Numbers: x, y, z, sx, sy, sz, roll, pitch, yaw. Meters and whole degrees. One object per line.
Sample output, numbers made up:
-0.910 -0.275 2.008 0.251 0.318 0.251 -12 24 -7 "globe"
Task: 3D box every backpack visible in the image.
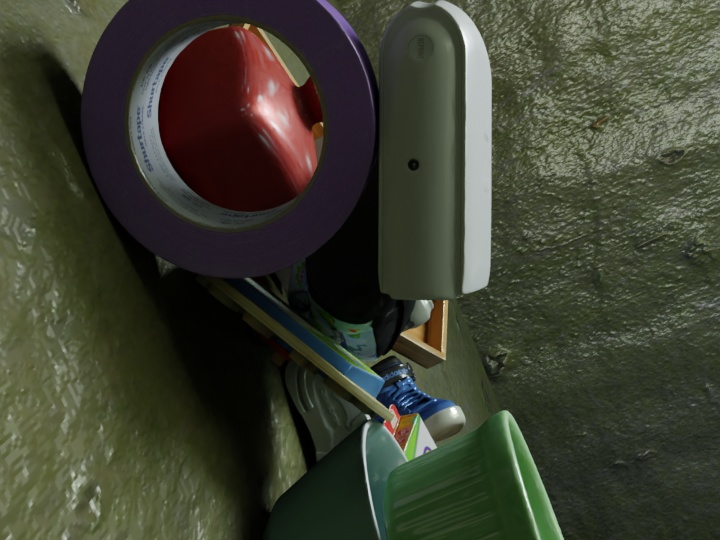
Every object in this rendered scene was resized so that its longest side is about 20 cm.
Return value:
0.000 0.000 0.847 0.200 0.151 0.166 58 44 -62 "backpack"

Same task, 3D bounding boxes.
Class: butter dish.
-0.090 -0.123 0.804 0.200 0.146 0.202 57 15 -44 "butter dish"

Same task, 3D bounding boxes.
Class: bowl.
-0.003 0.223 0.677 0.201 0.103 0.204 -21 90 -79 "bowl"

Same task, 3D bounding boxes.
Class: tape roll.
-0.085 -0.101 0.631 0.066 0.197 0.203 -70 138 -75 "tape roll"

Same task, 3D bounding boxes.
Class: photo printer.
0.057 -0.084 0.663 0.166 0.068 0.204 -4 94 -76 "photo printer"

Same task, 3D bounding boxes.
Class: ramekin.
0.090 0.208 0.631 0.200 0.096 0.203 -21 91 -80 "ramekin"

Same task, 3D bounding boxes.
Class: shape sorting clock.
-0.055 0.056 0.720 0.199 0.039 0.200 37 -2 1 "shape sorting clock"

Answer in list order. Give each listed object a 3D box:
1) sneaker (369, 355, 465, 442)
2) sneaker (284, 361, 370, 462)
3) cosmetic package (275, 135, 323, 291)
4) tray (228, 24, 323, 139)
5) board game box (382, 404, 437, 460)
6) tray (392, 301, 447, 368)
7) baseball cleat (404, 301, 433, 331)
0.046 0.147 1.033 0.200 0.076 0.113 126 -56 -67 "sneaker"
-0.009 0.169 0.870 0.081 0.075 0.203 64 9 -73 "sneaker"
-0.016 -0.076 0.950 0.113 0.197 0.082 56 14 -40 "cosmetic package"
-0.098 -0.183 1.073 0.201 0.036 0.100 55 33 -33 "tray"
0.065 0.224 0.833 0.202 0.030 0.096 59 32 -20 "board game box"
0.019 0.028 1.079 0.198 0.037 0.100 30 49 -29 "tray"
0.005 -0.007 1.002 0.201 0.105 0.070 -116 -179 -48 "baseball cleat"
